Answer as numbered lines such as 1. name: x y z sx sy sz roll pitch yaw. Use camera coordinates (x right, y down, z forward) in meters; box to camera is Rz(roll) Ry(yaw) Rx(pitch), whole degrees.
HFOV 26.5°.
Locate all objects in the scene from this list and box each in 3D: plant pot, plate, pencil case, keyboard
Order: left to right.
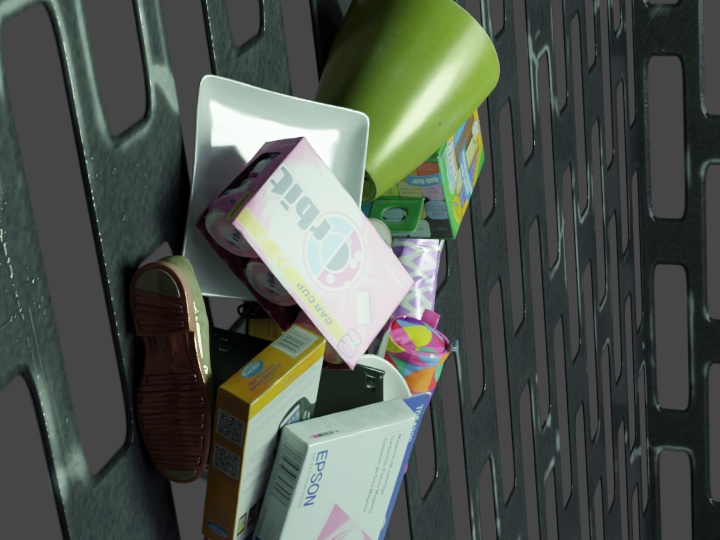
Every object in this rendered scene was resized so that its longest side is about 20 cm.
1. plate: -0.085 -0.068 1.447 0.198 0.032 0.202 9 84 -38
2. keyboard: -0.063 0.091 1.479 0.199 0.021 0.128 17 60 -29
3. plant pot: 0.026 -0.178 1.658 0.201 0.186 0.188 -59 148 -25
4. pencil case: 0.043 0.146 1.756 0.088 0.088 0.201 -45 159 -60
5. pencil case: 0.063 0.022 1.878 0.084 0.085 0.202 27 69 -78

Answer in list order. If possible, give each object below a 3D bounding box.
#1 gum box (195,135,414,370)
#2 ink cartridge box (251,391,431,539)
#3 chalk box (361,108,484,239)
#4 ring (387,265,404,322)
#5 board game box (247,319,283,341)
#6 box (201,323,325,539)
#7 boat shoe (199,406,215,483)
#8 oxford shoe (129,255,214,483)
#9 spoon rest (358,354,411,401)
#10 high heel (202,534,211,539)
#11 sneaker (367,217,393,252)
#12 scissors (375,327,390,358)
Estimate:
1. gum box: -0.051 -0.018 1.411 0.200 0.066 0.114 52 60 -25
2. ink cartridge box: -0.014 0.220 1.440 0.199 0.043 0.198 -8 122 -44
3. chalk box: 0.059 -0.119 1.792 0.201 0.124 0.125 -66 151 -46
4. ring: 0.002 0.084 1.676 0.201 0.019 0.200 -60 176 -8
5. board game box: -0.057 -0.001 1.617 0.200 0.040 0.155 3 90 -69
6. box: -0.089 0.159 1.376 0.119 0.041 0.201 -39 150 -47
7. boat shoe: -0.101 0.134 1.489 0.200 0.071 0.068 -35 127 -56
8. oxford shoe: -0.153 0.085 1.337 0.074 0.070 0.202 -41 132 -69
9. spoon rest: -0.012 0.169 1.512 0.099 0.060 0.200 46 57 -16
10. high heel: -0.106 0.218 1.531 0.067 0.096 0.200 46 57 -15
11. sneaker: 0.000 0.000 1.585 0.200 0.087 0.082 -47 136 -60
12. scissors: 0.001 0.162 1.618 0.201 0.073 0.014 -56 -173 -12
